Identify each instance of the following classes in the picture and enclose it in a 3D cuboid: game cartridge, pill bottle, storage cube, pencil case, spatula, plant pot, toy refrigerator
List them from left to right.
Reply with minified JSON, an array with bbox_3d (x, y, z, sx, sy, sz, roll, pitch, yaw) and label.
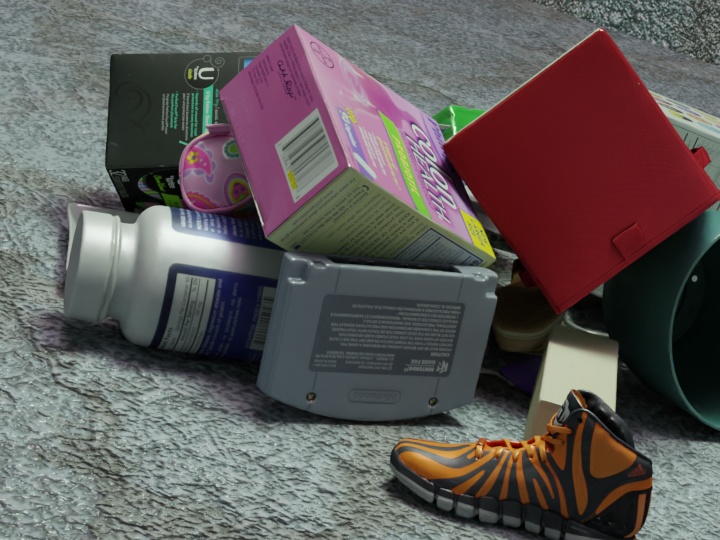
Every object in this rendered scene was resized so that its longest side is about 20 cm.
[{"bbox_3d":[-0.144,0.010,1.585,0.199,0.120,0.120,10,18,-14],"label":"pill bottle"},{"bbox_3d":[-0.101,-0.065,1.694,0.087,0.088,0.200,20,-10,17],"label":"pencil case"},{"bbox_3d":[0.013,0.056,1.541,0.199,0.134,0.040,5,12,-30],"label":"game cartridge"},{"bbox_3d":[0.108,0.094,1.687,0.199,0.021,0.056,1,21,-34],"label":"spatula"},{"bbox_3d":[0.179,0.117,1.585,0.070,0.076,0.200,15,17,4],"label":"toy refrigerator"},{"bbox_3d":[0.194,-0.092,1.672,0.180,0.199,0.171,55,10,-2],"label":"storage cube"},{"bbox_3d":[0.321,0.035,1.766,0.199,0.202,0.161,4,9,-29],"label":"plant pot"}]

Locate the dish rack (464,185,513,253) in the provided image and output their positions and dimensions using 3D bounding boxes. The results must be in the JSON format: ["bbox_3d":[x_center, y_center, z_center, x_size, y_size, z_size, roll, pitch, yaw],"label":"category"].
[{"bbox_3d":[0.122,-0.053,1.880,0.199,0.044,0.171,17,0,-41],"label":"dish rack"}]

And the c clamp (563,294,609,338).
[{"bbox_3d":[0.254,0.047,1.933,0.170,0.027,0.200,13,17,-5],"label":"c clamp"}]

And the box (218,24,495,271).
[{"bbox_3d":[-0.003,-0.079,1.592,0.200,0.097,0.177,31,29,-43],"label":"box"}]

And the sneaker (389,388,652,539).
[{"bbox_3d":[0.127,0.135,1.426,0.199,0.113,0.078,15,17,4],"label":"sneaker"}]

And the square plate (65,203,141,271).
[{"bbox_3d":[-0.177,-0.005,1.756,0.199,0.029,0.198,10,19,-12],"label":"square plate"}]

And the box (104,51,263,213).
[{"bbox_3d":[-0.138,-0.130,1.842,0.198,0.125,0.149,-1,-19,3],"label":"box"}]

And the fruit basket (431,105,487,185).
[{"bbox_3d":[0.106,-0.085,2.005,0.184,0.200,0.094,7,50,-24],"label":"fruit basket"}]

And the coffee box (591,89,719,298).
[{"bbox_3d":[0.333,-0.064,1.994,0.197,0.201,0.200,20,13,-13],"label":"coffee box"}]

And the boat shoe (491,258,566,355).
[{"bbox_3d":[0.162,0.047,1.790,0.073,0.070,0.200,8,19,12],"label":"boat shoe"}]
